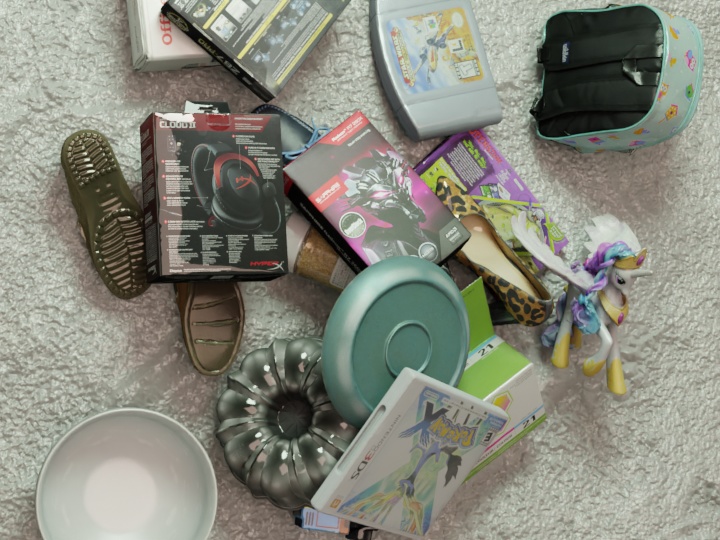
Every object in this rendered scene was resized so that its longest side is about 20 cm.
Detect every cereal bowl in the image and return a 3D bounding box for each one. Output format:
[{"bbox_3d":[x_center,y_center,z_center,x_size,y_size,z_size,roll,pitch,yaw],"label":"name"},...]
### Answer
[{"bbox_3d":[-0.263,0.250,1.635,0.198,0.083,0.202,1,86,-18],"label":"cereal bowl"}]

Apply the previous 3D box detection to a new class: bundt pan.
[{"bbox_3d":[-0.074,0.166,1.656,0.200,0.076,0.204,-3,75,12],"label":"bundt pan"}]

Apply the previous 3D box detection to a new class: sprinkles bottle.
[{"bbox_3d":[0.000,0.000,1.712,0.199,0.068,0.069,23,79,6],"label":"sprinkles bottle"}]

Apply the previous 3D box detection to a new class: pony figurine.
[{"bbox_3d":[0.275,0.022,1.770,0.165,0.193,0.201,-8,124,-26],"label":"pony figurine"}]

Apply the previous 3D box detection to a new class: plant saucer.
[{"bbox_3d":[0.047,0.085,1.611,0.199,0.027,0.202,-7,103,-33],"label":"plant saucer"}]

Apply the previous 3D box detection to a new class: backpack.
[{"bbox_3d":[0.325,-0.232,1.794,0.152,0.199,0.177,14,80,-32],"label":"backpack"}]

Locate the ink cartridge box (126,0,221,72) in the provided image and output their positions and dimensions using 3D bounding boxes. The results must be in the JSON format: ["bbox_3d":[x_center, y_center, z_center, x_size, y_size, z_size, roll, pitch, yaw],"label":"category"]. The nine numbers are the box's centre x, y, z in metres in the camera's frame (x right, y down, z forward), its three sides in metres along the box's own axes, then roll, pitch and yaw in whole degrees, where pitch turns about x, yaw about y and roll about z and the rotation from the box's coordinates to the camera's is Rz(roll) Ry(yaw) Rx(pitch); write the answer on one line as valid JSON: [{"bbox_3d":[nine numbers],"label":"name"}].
[{"bbox_3d":[-0.168,-0.311,1.703,0.198,0.085,0.147,-6,88,-20],"label":"ink cartridge box"}]

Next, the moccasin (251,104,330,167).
[{"bbox_3d":[-0.046,-0.128,1.737,0.200,0.068,0.081,37,77,-10],"label":"moccasin"}]

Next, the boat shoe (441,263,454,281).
[{"bbox_3d":[0.082,0.023,1.769,0.074,0.066,0.201,-4,87,-17],"label":"boat shoe"}]

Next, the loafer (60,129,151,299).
[{"bbox_3d":[-0.284,-0.066,1.662,0.076,0.067,0.202,-18,107,-14],"label":"loafer"}]

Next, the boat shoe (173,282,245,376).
[{"bbox_3d":[-0.177,0.021,1.687,0.071,0.068,0.202,-1,84,-22],"label":"boat shoe"}]

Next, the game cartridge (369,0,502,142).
[{"bbox_3d":[0.085,-0.261,1.791,0.132,0.042,0.202,-13,82,-21],"label":"game cartridge"}]

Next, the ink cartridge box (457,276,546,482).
[{"bbox_3d":[0.125,0.132,1.717,0.147,0.076,0.201,-35,136,-17],"label":"ink cartridge box"}]

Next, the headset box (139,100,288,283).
[{"bbox_3d":[-0.163,-0.089,1.628,0.147,0.075,0.202,-2,83,-21],"label":"headset box"}]

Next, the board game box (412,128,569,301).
[{"bbox_3d":[0.155,-0.074,1.819,0.120,0.032,0.200,-40,99,-12],"label":"board game box"}]

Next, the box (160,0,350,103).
[{"bbox_3d":[-0.102,-0.317,1.656,0.161,0.049,0.201,39,75,-11],"label":"box"}]

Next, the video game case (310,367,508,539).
[{"bbox_3d":[0.058,0.208,1.635,0.200,0.022,0.183,26,101,-50],"label":"video game case"}]

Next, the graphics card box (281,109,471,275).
[{"bbox_3d":[0.014,-0.069,1.667,0.125,0.051,0.200,-38,83,-22],"label":"graphics card box"}]

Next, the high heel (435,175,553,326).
[{"bbox_3d":[0.159,-0.028,1.728,0.071,0.142,0.201,-28,97,-23],"label":"high heel"}]

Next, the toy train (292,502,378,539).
[{"bbox_3d":[-0.014,0.216,1.718,0.113,0.087,0.202,9,84,-11],"label":"toy train"}]
